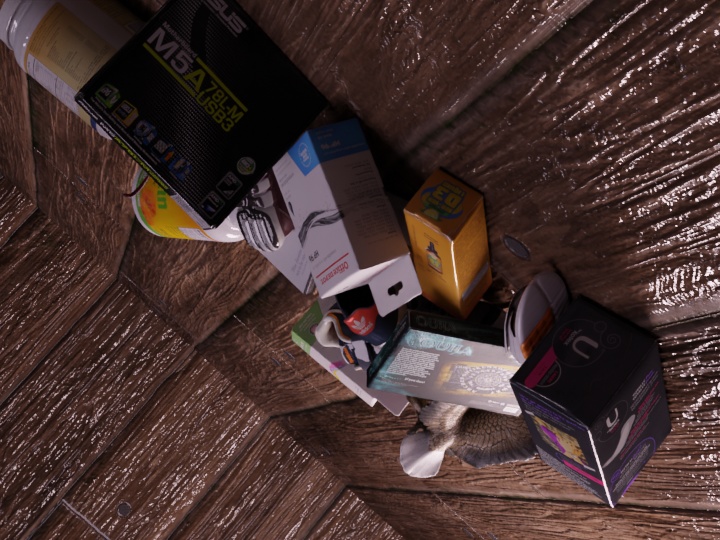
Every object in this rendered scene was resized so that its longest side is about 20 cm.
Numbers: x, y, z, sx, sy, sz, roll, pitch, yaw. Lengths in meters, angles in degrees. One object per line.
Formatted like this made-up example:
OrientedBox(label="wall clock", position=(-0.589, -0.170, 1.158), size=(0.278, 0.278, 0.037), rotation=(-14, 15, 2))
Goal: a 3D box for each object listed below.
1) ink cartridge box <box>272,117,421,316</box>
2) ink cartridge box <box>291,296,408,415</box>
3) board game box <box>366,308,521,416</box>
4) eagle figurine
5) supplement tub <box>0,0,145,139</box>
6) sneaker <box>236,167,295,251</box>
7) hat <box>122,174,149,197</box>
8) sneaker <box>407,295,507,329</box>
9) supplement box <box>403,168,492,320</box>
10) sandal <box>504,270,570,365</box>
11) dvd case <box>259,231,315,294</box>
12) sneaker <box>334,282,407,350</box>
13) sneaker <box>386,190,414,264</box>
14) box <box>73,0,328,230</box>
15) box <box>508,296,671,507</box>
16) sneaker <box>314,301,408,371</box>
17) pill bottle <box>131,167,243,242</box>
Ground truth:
OrientedBox(label="ink cartridge box", position=(-0.016, -0.047, 1.349), size=(0.116, 0.067, 0.202), rotation=(-36, 73, 62))
OrientedBox(label="ink cartridge box", position=(0.009, 0.116, 1.828), size=(0.200, 0.117, 0.067), rotation=(40, 165, 8))
OrientedBox(label="board game box", position=(0.122, 0.109, 1.434), size=(0.198, 0.028, 0.136), rotation=(12, 141, -17))
OrientedBox(label="eagle figurine", position=(0.142, 0.181, 1.612), size=(0.199, 0.151, 0.152), rotation=(-21, 77, 53))
OrientedBox(label="supplement tub", position=(-0.340, -0.276, 1.556), size=(0.200, 0.145, 0.145), rotation=(40, 164, 6))
OrientedBox(label="sneaker", position=(-0.108, -0.133, 1.444), size=(0.075, 0.115, 0.202), rotation=(6, 120, 37))
OrientedBox(label="hat", position=(-0.201, -0.168, 1.452), size=(0.165, 0.176, 0.200), rotation=(32, 162, 28))
OrientedBox(label="sneaker", position=(0.096, 0.042, 1.503), size=(0.114, 0.076, 0.200), rotation=(47, 163, -18))
OrientedBox(label="supplement box", position=(0.097, -0.024, 1.344), size=(0.066, 0.069, 0.200), rotation=(33, 164, 22))
OrientedBox(label="sandal", position=(0.187, 0.073, 1.344), size=(0.059, 0.079, 0.207), rotation=(31, 157, 36))
OrientedBox(label="dvd case", position=(-0.114, -0.083, 1.598), size=(0.200, 0.017, 0.143), rotation=(43, 134, 24))
OrientedBox(label="sneaker", position=(0.000, 0.000, 1.476), size=(0.084, 0.075, 0.201), rotation=(28, -150, -34))
OrientedBox(label="sneaker", position=(0.000, -0.056, 1.443), size=(0.199, 0.085, 0.073), rotation=(27, 168, 45))
OrientedBox(label="box", position=(-0.166, -0.179, 1.315), size=(0.200, 0.193, 0.047), rotation=(46, 165, -16))
OrientedBox(label="box", position=(0.249, 0.143, 1.323), size=(0.106, 0.122, 0.200), rotation=(31, 161, 33))
OrientedBox(label="sneaker", position=(0.027, 0.089, 1.514), size=(0.199, 0.079, 0.079), rotation=(16, 138, 47))
OrientedBox(label="pill bottle", position=(-0.189, -0.094, 1.572), size=(0.199, 0.112, 0.111), rotation=(5, 144, 43))
